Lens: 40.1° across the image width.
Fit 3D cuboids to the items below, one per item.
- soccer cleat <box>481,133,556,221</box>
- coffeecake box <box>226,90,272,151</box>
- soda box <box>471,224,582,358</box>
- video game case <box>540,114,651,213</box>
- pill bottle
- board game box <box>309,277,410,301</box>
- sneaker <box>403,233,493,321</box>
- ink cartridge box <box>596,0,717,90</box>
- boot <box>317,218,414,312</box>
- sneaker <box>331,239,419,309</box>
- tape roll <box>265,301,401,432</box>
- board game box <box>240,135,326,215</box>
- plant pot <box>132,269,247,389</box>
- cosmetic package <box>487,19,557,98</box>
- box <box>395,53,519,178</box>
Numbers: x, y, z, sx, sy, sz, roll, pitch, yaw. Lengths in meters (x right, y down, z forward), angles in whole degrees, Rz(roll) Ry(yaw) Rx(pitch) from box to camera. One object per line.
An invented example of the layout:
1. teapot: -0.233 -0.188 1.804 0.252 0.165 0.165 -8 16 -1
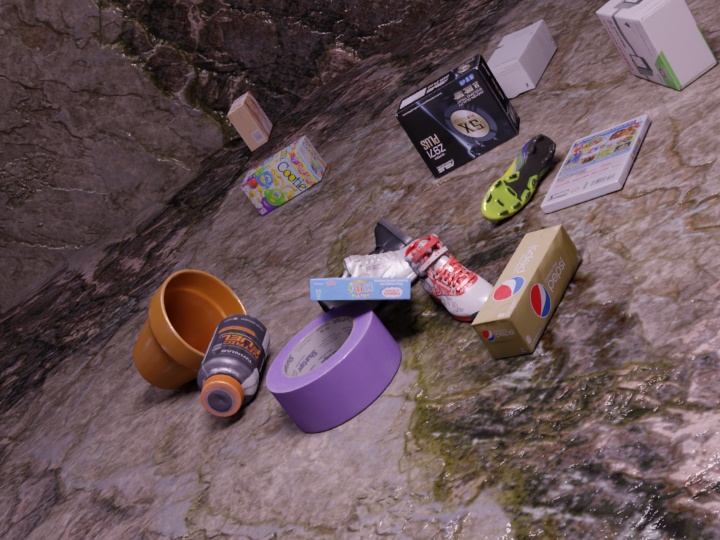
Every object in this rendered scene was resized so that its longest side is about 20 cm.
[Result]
1. soccer cleat: 0.271 -0.149 1.696 0.201 0.064 0.084 -51 -6 -24
2. coffeecake box: -0.389 -0.530 3.488 0.073 0.154 0.200 -30 21 13
3. soda box: 0.229 0.026 1.340 0.067 0.064 0.200 -15 29 45
4. video game case: 0.382 -0.173 1.597 0.142 0.018 0.201 -19 27 42
5. pill bottle: -0.223 0.169 1.720 0.106 0.107 0.201 -29 22 18
6. board game box: 0.000 0.030 1.551 0.149 0.037 0.200 -1 -1 1
7. sneaker: 0.130 0.007 1.484 0.067 0.108 0.201 -39 20 -9
8. ink cartridge box: 0.510 -0.407 1.714 0.084 0.146 0.200 -36 19 4
9. boot: 0.000 0.000 1.798 0.200 0.066 0.165 -43 18 -5
10. sneaker: 0.030 0.001 1.680 0.199 0.100 0.075 -38 18 -7
11. tape roll: -0.041 0.145 1.501 0.199 0.085 0.200 -32 21 14
12. board game box: -0.204 -0.252 2.631 0.199 0.105 0.103 -29 21 22
13. plant pot: -0.344 0.132 1.911 0.183 0.200 0.201 -41 14 34
14. cosmetic package: 0.354 -0.466 2.206 0.112 0.082 0.201 -18 26 37
15. box: 0.197 -0.311 2.001 0.199 0.164 0.086 -26 22 24
